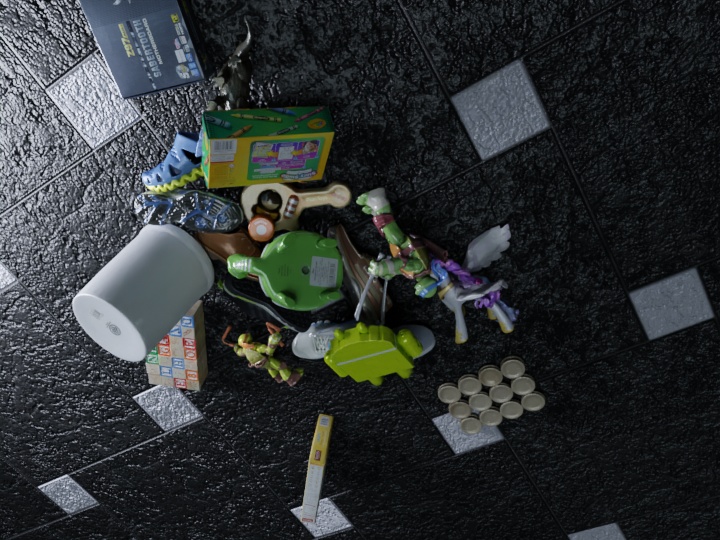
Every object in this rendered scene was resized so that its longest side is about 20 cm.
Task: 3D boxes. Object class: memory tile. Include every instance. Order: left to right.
[{"bbox_3d":[0.275,0.265,1.323,0.198,0.017,0.154,-27,114,23],"label":"memory tile"}]

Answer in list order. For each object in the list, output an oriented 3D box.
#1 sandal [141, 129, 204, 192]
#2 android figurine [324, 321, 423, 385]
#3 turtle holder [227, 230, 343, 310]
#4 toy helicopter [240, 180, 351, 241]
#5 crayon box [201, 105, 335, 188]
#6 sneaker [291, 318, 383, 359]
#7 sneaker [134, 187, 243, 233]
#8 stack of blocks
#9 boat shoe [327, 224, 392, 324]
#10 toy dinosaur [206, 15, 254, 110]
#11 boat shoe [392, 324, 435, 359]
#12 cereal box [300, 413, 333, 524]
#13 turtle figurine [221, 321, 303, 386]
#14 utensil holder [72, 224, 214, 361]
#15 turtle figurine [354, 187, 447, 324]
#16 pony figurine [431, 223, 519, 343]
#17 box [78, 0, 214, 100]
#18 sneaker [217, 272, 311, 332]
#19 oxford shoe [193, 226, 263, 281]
[{"bbox_3d":[-0.292,-0.201,1.081,0.198,0.080,0.088,-22,114,10],"label":"sandal"},{"bbox_3d":[0.020,0.153,1.158,0.180,0.042,0.200,-19,141,20],"label":"android figurine"},{"bbox_3d":[-0.126,0.008,1.106,0.184,0.131,0.143,-26,100,-21],"label":"turtle holder"},{"bbox_3d":[-0.114,-0.135,1.107,0.197,0.079,0.134,-7,112,0],"label":"toy helicopter"},{"bbox_3d":[-0.149,-0.195,0.998,0.197,0.059,0.119,-8,153,-19],"label":"crayon box"},{"bbox_3d":[-0.055,0.137,1.233,0.197,0.087,0.076,-14,93,20],"label":"sneaker"},{"bbox_3d":[-0.297,-0.117,1.115,0.197,0.077,0.077,11,116,11],"label":"sneaker"},{"bbox_3d":[-0.389,0.152,1.318,0.113,0.059,0.202,8,123,3],"label":"stack of blocks"},{"bbox_3d":[0.000,0.000,1.172,0.071,0.076,0.202,-29,109,-14],"label":"boat shoe"},{"bbox_3d":[-0.199,-0.297,0.998,0.076,0.103,0.203,-1,113,0],"label":"toy dinosaur"},{"bbox_3d":[0.061,0.165,1.268,0.197,0.075,0.065,-15,147,18],"label":"boat shoe"},{"bbox_3d":[-0.098,0.447,1.412,0.039,0.145,0.202,10,124,0],"label":"cereal box"},{"bbox_3d":[-0.191,0.174,1.277,0.198,0.065,0.161,-18,129,42],"label":"turtle figurine"},{"bbox_3d":[-0.388,0.039,1.138,0.168,0.201,0.172,17,136,17],"label":"utensil holder"},{"bbox_3d":[0.033,-0.023,1.063,0.199,0.143,0.196,-33,73,37],"label":"turtle figurine"},{"bbox_3d":[0.198,0.030,1.117,0.191,0.168,0.201,-17,124,35],"label":"pony figurine"},{"bbox_3d":[-0.339,-0.384,0.982,0.155,0.051,0.202,-7,121,13],"label":"box"},{"bbox_3d":[-0.188,0.062,1.244,0.199,0.072,0.083,33,145,-12],"label":"sneaker"},{"bbox_3d":[-0.214,-0.037,1.172,0.198,0.072,0.072,27,118,-7],"label":"oxford shoe"}]
